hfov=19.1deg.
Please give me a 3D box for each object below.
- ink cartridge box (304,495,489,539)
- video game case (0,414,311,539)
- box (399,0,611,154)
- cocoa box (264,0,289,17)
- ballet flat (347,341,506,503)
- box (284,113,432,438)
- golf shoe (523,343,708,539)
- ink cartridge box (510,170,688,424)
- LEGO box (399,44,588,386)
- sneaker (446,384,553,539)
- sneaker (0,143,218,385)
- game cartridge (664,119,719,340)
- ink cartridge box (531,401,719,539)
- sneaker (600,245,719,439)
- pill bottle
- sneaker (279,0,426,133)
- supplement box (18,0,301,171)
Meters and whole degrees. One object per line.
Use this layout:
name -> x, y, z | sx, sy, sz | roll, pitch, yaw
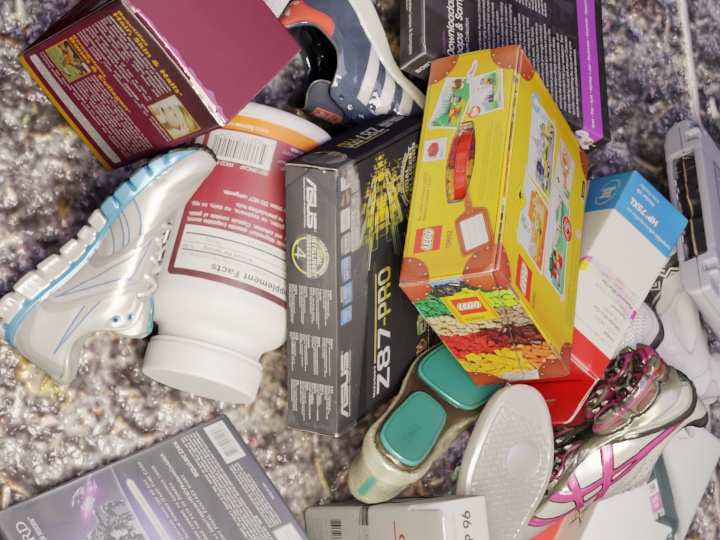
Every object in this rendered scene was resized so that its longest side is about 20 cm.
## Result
ink cartridge box -> 0.039, 0.223, 1.543 | 0.067, 0.200, 0.117 | -5, 87, -29
video game case -> -0.141, 0.194, 1.504 | 0.199, 0.019, 0.143 | -22, 63, -31
box -> 0.114, -0.189, 1.690 | 0.199, 0.036, 0.144 | 23, 54, -34
cocoa box -> -0.095, -0.276, 1.562 | 0.133, 0.131, 0.201 | 39, 67, -21
ballet flat -> 0.045, 0.109, 1.589 | 0.067, 0.062, 0.200 | 43, 36, 8
box -> 0.000, 0.000, 1.560 | 0.161, 0.049, 0.202 | -29, 123, -57
golf shoe -> 0.181, 0.153, 1.645 | 0.092, 0.073, 0.200 | 38, 108, -23
ink cartridge box -> 0.160, 0.024, 1.682 | 0.067, 0.116, 0.201 | 41, 66, -20
LEGO box -> 0.103, -0.039, 1.581 | 0.149, 0.077, 0.201 | 51, 39, -47
sneaker -> 0.079, 0.172, 1.612 | 0.073, 0.118, 0.202 | 8, 99, -26
sneaker -> -0.162, -0.002, 1.488 | 0.200, 0.075, 0.087 | -45, 82, 5
game cartridge -> 0.298, -0.014, 1.745 | 0.133, 0.041, 0.201 | 45, 31, -33
ink cartridge box -> 0.187, 0.180, 1.724 | 0.173, 0.043, 0.201 | 36, 68, -23
sneaker -> 0.252, 0.045, 1.736 | 0.115, 0.075, 0.200 | 44, 43, -16
pill bottle -> -0.092, -0.012, 1.546 | 0.112, 0.113, 0.201 | 21, 75, -26
sneaker -> -0.001, -0.123, 1.635 | 0.084, 0.075, 0.201 | -33, 91, -29
supplement box -> -0.143, -0.150, 1.481 | 0.086, 0.200, 0.111 | -46, 106, -26
